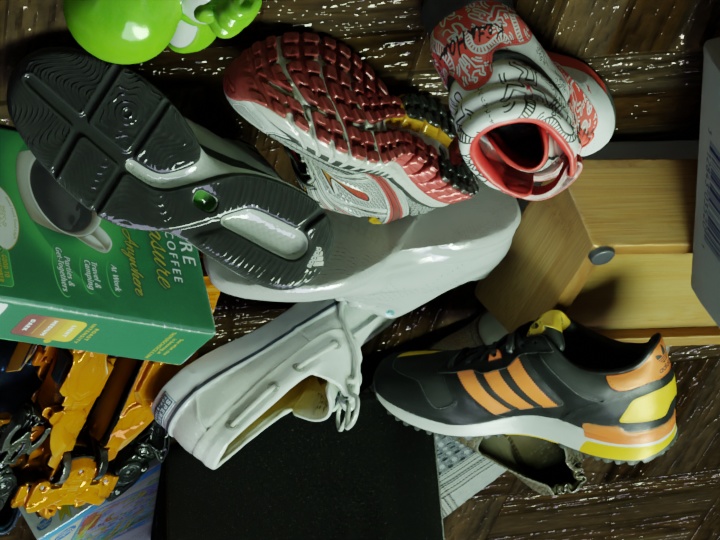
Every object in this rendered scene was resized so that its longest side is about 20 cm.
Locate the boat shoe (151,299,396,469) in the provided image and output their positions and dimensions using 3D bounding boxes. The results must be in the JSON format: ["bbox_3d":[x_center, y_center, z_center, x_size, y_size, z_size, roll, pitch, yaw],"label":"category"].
[{"bbox_3d":[-0.030,0.069,1.551,0.202,0.086,0.075,-28,156,-37],"label":"boat shoe"}]

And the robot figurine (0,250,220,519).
[{"bbox_3d":[-0.167,0.072,1.528,0.145,0.058,0.200,-1,131,-42],"label":"robot figurine"}]

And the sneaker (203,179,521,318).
[{"bbox_3d":[0.000,0.000,1.522,0.199,0.075,0.089,-8,145,-14],"label":"sneaker"}]

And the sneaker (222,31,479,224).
[{"bbox_3d":[-0.014,-0.069,1.399,0.082,0.078,0.200,-27,148,26],"label":"sneaker"}]

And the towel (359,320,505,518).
[{"bbox_3d":[0.038,0.132,1.765,0.200,0.035,0.193,-34,149,2],"label":"towel"}]

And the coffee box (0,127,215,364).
[{"bbox_3d":[-0.181,-0.017,1.370,0.200,0.123,0.044,9,142,-38],"label":"coffee box"}]

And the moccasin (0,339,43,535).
[{"bbox_3d":[-0.226,0.110,1.624,0.080,0.068,0.200,-8,150,-12],"label":"moccasin"}]

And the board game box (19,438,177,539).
[{"bbox_3d":[-0.127,0.141,1.689,0.200,0.034,0.135,-32,154,-7],"label":"board game box"}]

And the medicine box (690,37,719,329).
[{"bbox_3d":[0.307,-0.056,1.450,0.199,0.103,0.183,-14,129,-13],"label":"medicine box"}]

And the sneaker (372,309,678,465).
[{"bbox_3d":[0.104,0.058,1.550,0.200,0.070,0.090,9,122,19],"label":"sneaker"}]

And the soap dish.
[{"bbox_3d":[0.192,-0.013,1.582,0.199,0.081,0.157,-1,148,-20],"label":"soap dish"}]

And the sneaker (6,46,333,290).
[{"bbox_3d":[-0.113,-0.059,1.374,0.200,0.115,0.076,33,92,-16],"label":"sneaker"}]

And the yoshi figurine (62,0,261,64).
[{"bbox_3d":[-0.093,-0.162,1.187,0.112,0.113,0.200,9,149,-8],"label":"yoshi figurine"}]

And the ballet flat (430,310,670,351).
[{"bbox_3d":[0.130,0.040,1.665,0.200,0.068,0.067,-10,137,-32],"label":"ballet flat"}]

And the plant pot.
[{"bbox_3d":[-0.048,0.207,1.626,0.177,0.200,0.200,2,144,-8],"label":"plant pot"}]

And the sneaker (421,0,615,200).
[{"bbox_3d":[0.100,-0.079,1.399,0.067,0.108,0.201,-24,150,17],"label":"sneaker"}]

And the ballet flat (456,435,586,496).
[{"bbox_3d":[0.114,0.121,1.755,0.067,0.046,0.200,-40,146,5],"label":"ballet flat"}]
